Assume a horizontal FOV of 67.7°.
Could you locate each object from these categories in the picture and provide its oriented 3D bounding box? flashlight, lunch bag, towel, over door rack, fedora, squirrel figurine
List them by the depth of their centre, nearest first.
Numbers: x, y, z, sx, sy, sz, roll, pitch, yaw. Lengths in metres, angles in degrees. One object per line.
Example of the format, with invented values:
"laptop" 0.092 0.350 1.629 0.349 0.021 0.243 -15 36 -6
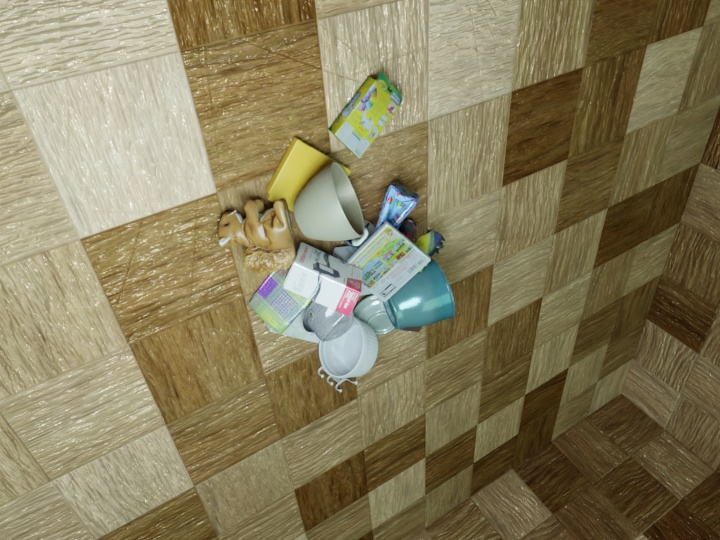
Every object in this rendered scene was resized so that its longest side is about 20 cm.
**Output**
"squirrel figurine" -0.264 -0.078 1.361 0.182 0.142 0.205 -11 105 -2
"towel" -0.214 0.067 1.545 0.201 0.143 0.023 -49 177 2
"lunch bag" 0.085 -0.148 1.576 0.093 0.151 0.203 30 106 1
"fedora" -0.079 0.138 1.593 0.175 0.091 0.201 7 129 -52
"flashlight" 0.137 -0.102 1.628 0.067 0.201 0.069 31 112 -5
"over door rack" -0.038 0.332 1.890 0.200 0.067 0.148 -43 136 -3

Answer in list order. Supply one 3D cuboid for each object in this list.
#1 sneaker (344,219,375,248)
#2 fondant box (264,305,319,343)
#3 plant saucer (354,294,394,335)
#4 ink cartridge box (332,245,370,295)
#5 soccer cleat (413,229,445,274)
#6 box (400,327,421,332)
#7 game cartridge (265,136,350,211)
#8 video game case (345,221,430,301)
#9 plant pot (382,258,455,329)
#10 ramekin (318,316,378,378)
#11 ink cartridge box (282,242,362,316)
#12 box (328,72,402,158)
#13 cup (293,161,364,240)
"sneaker" -0.001 -0.102 1.570 0.197 0.130 0.080 25 105 -44
"fondant box" -0.179 0.133 1.654 0.198 0.058 0.146 20 106 -44
"plant saucer" 0.069 0.163 1.815 0.195 0.051 0.203 -6 133 -6
"ink cartridge box" 0.000 0.000 1.660 0.196 0.084 0.146 -9 136 -33
"soccer cleat" 0.183 -0.057 1.653 0.200 0.083 0.066 -41 154 -34
"box" 0.203 0.116 1.915 0.099 0.075 0.204 10 112 -40
"game cartridge" -0.142 -0.237 1.446 0.198 0.032 0.178 23 105 -41
"video game case" 0.072 -0.020 1.535 0.181 0.023 0.200 35 117 -25
"plant pot" 0.172 0.091 1.697 0.184 0.201 0.203 -22 131 -10
"ramekin" -0.032 0.252 1.747 0.104 0.200 0.202 20 107 -47
"ink cartridge box" -0.099 0.022 1.457 0.196 0.145 0.086 24 113 -8
"box" 0.017 -0.415 1.425 0.201 0.048 0.117 -49 135 6
"cup" -0.092 -0.160 1.402 0.140 0.204 0.201 -20 138 16
